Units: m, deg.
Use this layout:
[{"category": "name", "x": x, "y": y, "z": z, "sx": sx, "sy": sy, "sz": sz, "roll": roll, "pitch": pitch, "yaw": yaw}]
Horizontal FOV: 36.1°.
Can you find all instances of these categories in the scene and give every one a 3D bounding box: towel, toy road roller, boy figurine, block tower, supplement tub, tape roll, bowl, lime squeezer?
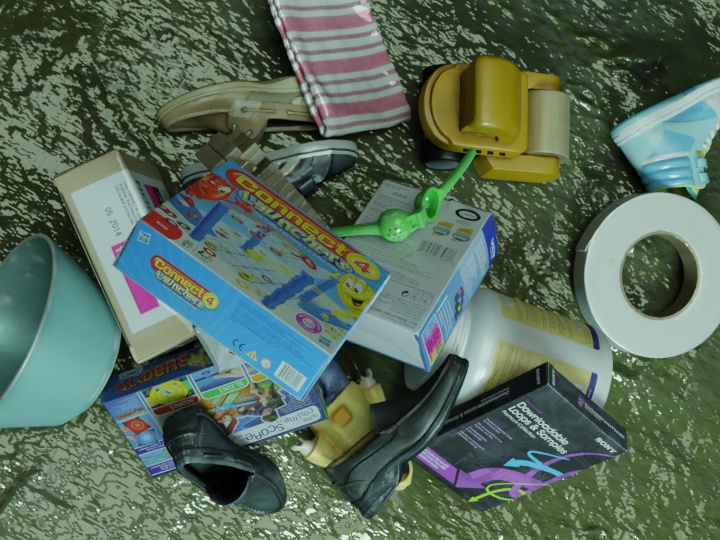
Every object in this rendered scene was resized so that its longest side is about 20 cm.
[{"category": "towel", "x": -0.023, "y": -0.254, "z": 1.267, "sx": 0.146, "sy": 0.030, "sz": 0.201, "roll": -19, "pitch": 87, "yaw": -43}, {"category": "toy road roller", "x": 0.164, "y": -0.181, "z": 1.279, "sx": 0.199, "sy": 0.146, "sz": 0.124, "roll": 4, "pitch": 81, "yaw": -14}, {"category": "boy figurine", "x": -0.019, "y": 0.170, "z": 1.222, "sx": 0.124, "sy": 0.064, "sz": 0.200, "roll": -37, "pitch": 90, "yaw": -20}, {"category": "block tower", "x": -0.086, "y": -0.064, "z": 1.165, "sx": 0.054, "sy": 0.058, "sz": 0.200, "roll": -43, "pitch": 127, "yaw": -2}, {"category": "supplement tub", "x": 0.163, "y": 0.104, "z": 1.238, "sx": 0.199, "sy": 0.145, "sz": 0.146, "roll": 19, "pitch": 77, "yaw": -11}, {"category": "tape roll", "x": 0.356, "y": 0.005, "z": 1.344, "sx": 0.202, "sy": 0.037, "sz": 0.204, "roll": 0, "pitch": 92, "yaw": -12}, {"category": "bowl", "x": -0.314, "y": 0.075, "z": 1.105, "sx": 0.105, "sy": 0.200, "sz": 0.202, "roll": 27, "pitch": 75, "yaw": -35}, {"category": "lime squeezer", "x": 0.051, "y": -0.064, "z": 1.151, "sx": 0.199, "sy": 0.071, "sz": 0.038, "roll": -29, "pitch": 111, "yaw": -9}]

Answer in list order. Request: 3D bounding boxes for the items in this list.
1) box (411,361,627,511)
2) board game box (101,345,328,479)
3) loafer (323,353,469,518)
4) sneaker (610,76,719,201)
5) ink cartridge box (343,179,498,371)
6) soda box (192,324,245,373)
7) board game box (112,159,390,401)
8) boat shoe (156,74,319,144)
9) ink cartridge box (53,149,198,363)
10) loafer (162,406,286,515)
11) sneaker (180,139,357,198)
[{"category": "box", "x": 0.165, "y": 0.184, "z": 1.190, "sx": 0.143, "sy": 0.200, "sz": 0.036, "roll": 38, "pitch": 36, "yaw": -28}, {"category": "board game box", "x": -0.146, "y": 0.134, "z": 1.134, "sx": 0.199, "sy": 0.136, "sz": 0.035, "roll": -18, "pitch": 43, "yaw": 1}, {"category": "loafer", "x": 0.038, "y": 0.162, "z": 1.149, "sx": 0.072, "sy": 0.073, "sz": 0.200, "roll": 36, "pitch": 98, "yaw": 3}, {"category": "sneaker", "x": 0.423, "y": -0.160, "z": 1.384, "sx": 0.199, "sy": 0.080, "sz": 0.131, "roll": -25, "pitch": 87, "yaw": -7}, {"category": "ink cartridge box", "x": 0.056, "y": -0.010, "z": 1.170, "sx": 0.136, "sy": 0.076, "sz": 0.200, "roll": 20, "pitch": 62, "yaw": 25}, {"category": "soda box", "x": -0.133, "y": 0.012, "z": 1.112, "sx": 0.068, "sy": 0.200, "sz": 0.064, "roll": -23, "pitch": 124, "yaw": 1}, {"category": "board game box", "x": -0.089, "y": 0.000, "z": 1.002, "sx": 0.200, "sy": 0.196, "sz": 0.056, "roll": 35, "pitch": 116, "yaw": 1}, {"category": "boat shoe", "x": -0.127, "y": -0.174, "z": 1.238, "sx": 0.199, "sy": 0.071, "sz": 0.065, "roll": -12, "pitch": 84, "yaw": -18}, {"category": "ink cartridge box", "x": -0.221, "y": -0.014, "z": 1.135, "sx": 0.075, "sy": 0.165, "sz": 0.201, "roll": -24, "pitch": 89, "yaw": 1}, {"category": "loafer", "x": -0.136, "y": 0.212, "z": 1.133, "sx": 0.068, "sy": 0.201, "sz": 0.071, "roll": -24, "pitch": 49, "yaw": 13}, {"category": "sneaker", "x": -0.095, "y": -0.091, "z": 1.232, "sx": 0.199, "sy": 0.078, "sz": 0.080, "roll": -12, "pitch": 80, "yaw": -5}]
